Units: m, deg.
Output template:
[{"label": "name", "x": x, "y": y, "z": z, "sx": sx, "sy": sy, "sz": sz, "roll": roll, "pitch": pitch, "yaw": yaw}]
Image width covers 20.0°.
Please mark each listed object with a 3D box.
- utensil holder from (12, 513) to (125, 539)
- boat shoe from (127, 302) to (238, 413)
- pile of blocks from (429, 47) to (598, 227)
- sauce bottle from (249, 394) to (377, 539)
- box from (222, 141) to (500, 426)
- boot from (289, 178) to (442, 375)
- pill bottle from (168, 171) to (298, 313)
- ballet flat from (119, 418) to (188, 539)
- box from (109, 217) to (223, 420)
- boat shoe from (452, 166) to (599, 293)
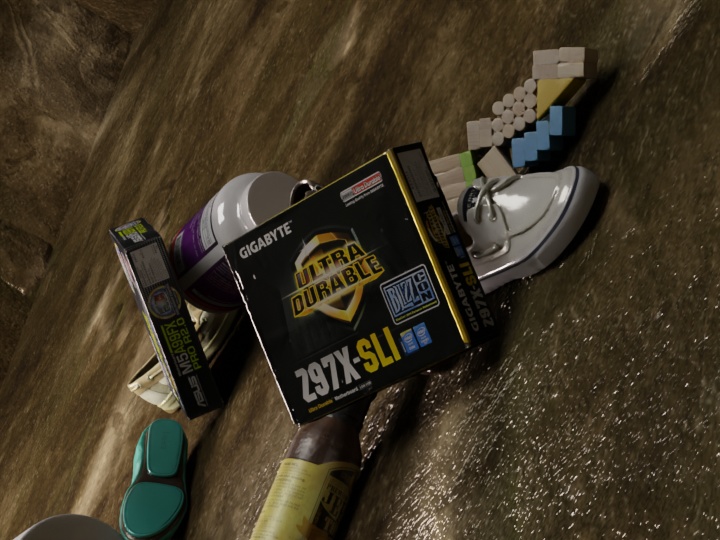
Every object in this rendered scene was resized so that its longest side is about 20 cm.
[{"label": "utensil holder", "x": -0.326, "y": 0.356, "z": 2.108, "sx": 0.200, "sy": 0.169, "sz": 0.171, "roll": -38, "pitch": 28, "yaw": 50}, {"label": "boat shoe", "x": -0.196, "y": 0.070, "z": 2.362, "sx": 0.201, "sy": 0.063, "sz": 0.073, "roll": -57, "pitch": 16, "yaw": 19}, {"label": "pile of blocks", "x": 0.129, "y": -0.100, "z": 1.624, "sx": 0.200, "sy": 0.082, "sz": 0.062, "roll": -43, "pitch": -21, "yaw": 28}, {"label": "sauce bottle", "x": -0.038, "y": 0.173, "z": 1.658, "sx": 0.065, "sy": 0.064, "sz": 0.201, "roll": -25, "pitch": 41, "yaw": 66}, {"label": "box", "x": -0.002, "y": 0.014, "z": 1.581, "sx": 0.199, "sy": 0.161, "sz": 0.049, "roll": -27, "pitch": -5, "yaw": 40}, {"label": "boot", "x": 0.000, "y": 0.000, "z": 1.673, "sx": 0.070, "sy": 0.146, "sz": 0.200, "roll": -51, "pitch": 18, "yaw": 12}, {"label": "pill bottle", "x": -0.127, "y": -0.034, "z": 2.223, "sx": 0.200, "sy": 0.112, "sz": 0.113, "roll": -37, "pitch": 29, "yaw": 56}, {"label": "ballet flat", "x": -0.214, "y": 0.241, "z": 2.153, "sx": 0.201, "sy": 0.067, "sz": 0.071, "roll": -85, "pitch": 4, "yaw": -56}, {"label": "box", "x": -0.213, "y": 0.050, "z": 2.238, "sx": 0.044, "sy": 0.201, "sz": 0.160, "roll": -21, "pitch": 13, "yaw": -9}, {"label": "boat shoe", "x": 0.106, "y": -0.038, "z": 1.539, "sx": 0.200, "sy": 0.069, "sz": 0.071, "roll": -31, "pitch": 34, "yaw": 63}]
